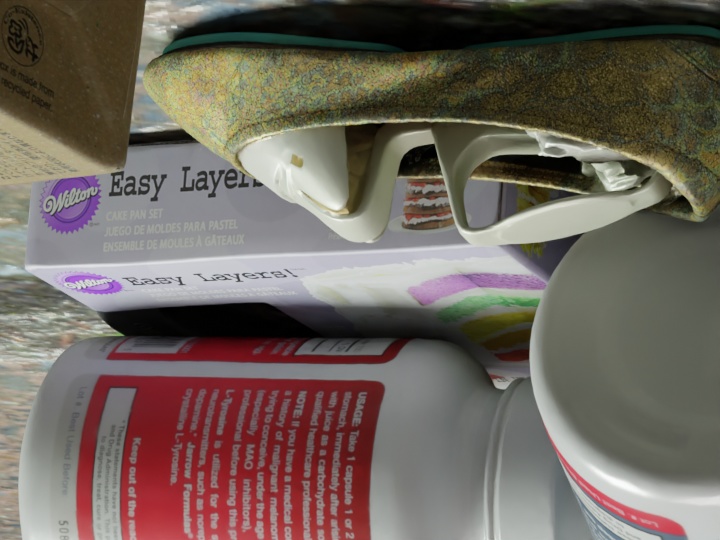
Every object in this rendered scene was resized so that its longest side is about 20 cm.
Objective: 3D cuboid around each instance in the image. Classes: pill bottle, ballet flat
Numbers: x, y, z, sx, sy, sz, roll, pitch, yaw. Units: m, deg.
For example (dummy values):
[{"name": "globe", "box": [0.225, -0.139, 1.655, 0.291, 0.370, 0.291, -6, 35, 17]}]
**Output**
[{"name": "pill bottle", "box": [-0.014, 0.080, 1.060, 0.199, 0.113, 0.112, 0, 163, 19]}, {"name": "pill bottle", "box": [0.132, 0.070, 0.952, 0.119, 0.120, 0.200, 0, 147, 18]}, {"name": "ballet flat", "box": [0.022, -0.040, 0.900, 0.199, 0.071, 0.071, 0, 163, 18]}]

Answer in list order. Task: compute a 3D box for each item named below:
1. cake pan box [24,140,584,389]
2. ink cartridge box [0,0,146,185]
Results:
[{"name": "cake pan box", "box": [0.000, 0.000, 1.071, 0.199, 0.053, 0.184, -2, 160, 25]}, {"name": "ink cartridge box", "box": [-0.180, -0.083, 0.801, 0.164, 0.076, 0.200, -3, 162, 30]}]
